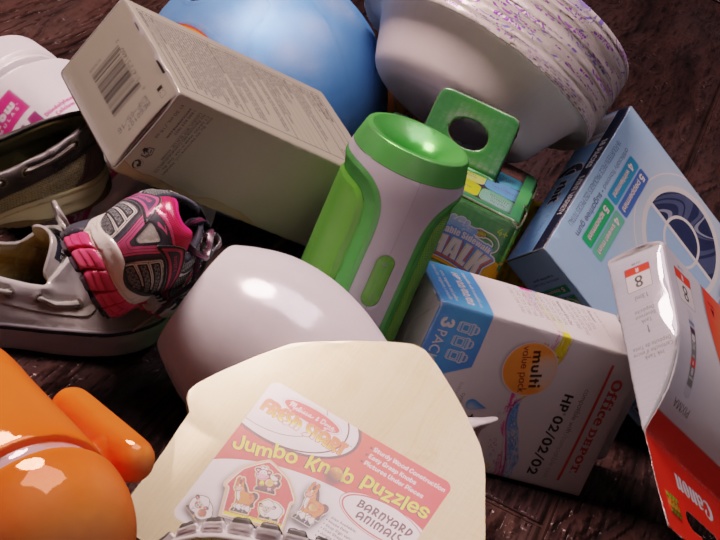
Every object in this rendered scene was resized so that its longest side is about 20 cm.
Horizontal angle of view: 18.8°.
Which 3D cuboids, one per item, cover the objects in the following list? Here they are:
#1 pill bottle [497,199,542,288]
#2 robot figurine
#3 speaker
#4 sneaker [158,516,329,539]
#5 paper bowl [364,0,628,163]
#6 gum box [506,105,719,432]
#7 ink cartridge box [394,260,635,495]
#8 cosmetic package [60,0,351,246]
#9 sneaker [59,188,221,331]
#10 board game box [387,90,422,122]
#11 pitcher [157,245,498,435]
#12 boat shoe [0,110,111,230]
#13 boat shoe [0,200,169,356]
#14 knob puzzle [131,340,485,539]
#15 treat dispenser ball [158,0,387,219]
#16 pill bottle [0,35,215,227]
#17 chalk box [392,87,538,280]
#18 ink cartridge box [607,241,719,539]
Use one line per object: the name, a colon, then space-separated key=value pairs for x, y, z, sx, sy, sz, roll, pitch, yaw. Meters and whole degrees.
pill bottle: x=0.112 y=-0.006 z=1.710 sx=0.199 sy=0.112 sz=0.111 roll=20 pitch=21 yaw=-9
robot figurine: x=-0.191 y=0.113 z=1.093 sx=0.144 sy=0.117 sz=0.200 roll=16 pitch=18 yaw=-50
speaker: x=0.000 y=0.000 z=1.446 sx=0.088 sy=0.201 sz=0.089 roll=21 pitch=21 yaw=-8
sneaker: x=-0.028 y=0.188 z=1.144 sx=0.199 sy=0.091 sz=0.078 roll=10 pitch=-18 yaw=20
paper bowl: x=0.091 y=-0.158 z=1.628 sx=0.200 sy=0.105 sz=0.201 roll=32 pitch=-10 yaw=6
gum box: x=0.215 y=0.006 z=1.647 sx=0.200 sy=0.044 sz=0.170 roll=49 pitch=50 yaw=-18
ink cartridge box: x=0.114 y=0.079 z=1.498 sx=0.199 sy=0.116 sz=0.068 roll=16 pitch=22 yaw=-21
cosmetic package: x=-0.092 y=-0.095 z=1.450 sx=0.200 sy=0.073 sz=0.104 roll=23 pitch=27 yaw=-47
sneaker: x=-0.122 y=-0.014 z=1.373 sx=0.081 sy=0.074 sz=0.200 roll=61 pitch=9 yaw=-2
board game box: x=0.013 y=-0.119 z=1.808 sx=0.030 sy=0.096 sz=0.200 roll=-11 pitch=-1 yaw=-13
pitcher: x=-0.036 y=0.087 z=1.343 sx=0.200 sy=0.121 sz=0.172 roll=37 pitch=37 yaw=4
boat shoe: x=-0.258 y=-0.056 z=1.400 sx=0.200 sy=0.066 sz=0.072 roll=-18 pitch=31 yaw=-22
boat shoe: x=-0.199 y=-0.001 z=1.395 sx=0.201 sy=0.086 sz=0.075 roll=6 pitch=27 yaw=-39
knob puzzle: x=-0.016 y=0.122 z=1.258 sx=0.218 sy=0.031 sz=0.221 roll=2 pitch=55 yaw=-3
treat dispenser ball: x=-0.078 y=-0.138 z=1.699 sx=0.200 sy=0.202 sz=0.201 roll=21 pitch=21 yaw=-8
pill bottle: x=-0.204 y=-0.080 z=1.546 sx=0.200 sy=0.114 sz=0.113 roll=37 pitch=24 yaw=34
chalk box: x=0.047 y=-0.029 z=1.567 sx=0.124 sy=0.201 sz=0.124 roll=25 pitch=20 yaw=3
ink cartridge box: x=0.233 y=0.100 z=1.465 sx=0.162 sy=0.050 sz=0.201 roll=40 pitch=32 yaw=-51
